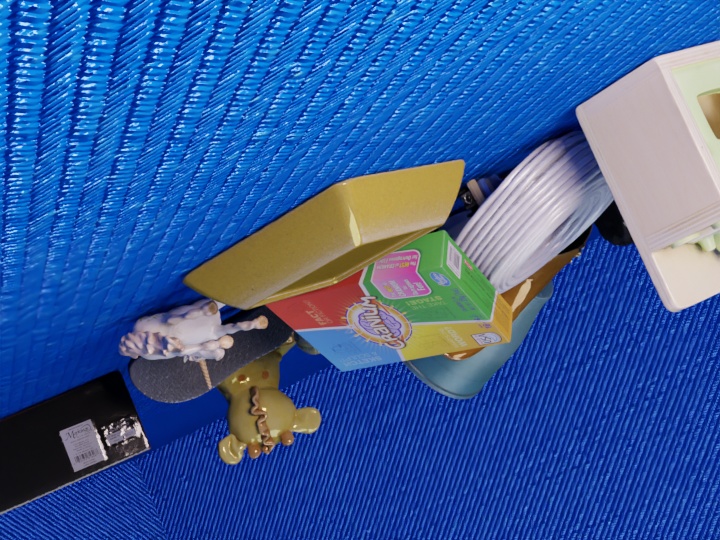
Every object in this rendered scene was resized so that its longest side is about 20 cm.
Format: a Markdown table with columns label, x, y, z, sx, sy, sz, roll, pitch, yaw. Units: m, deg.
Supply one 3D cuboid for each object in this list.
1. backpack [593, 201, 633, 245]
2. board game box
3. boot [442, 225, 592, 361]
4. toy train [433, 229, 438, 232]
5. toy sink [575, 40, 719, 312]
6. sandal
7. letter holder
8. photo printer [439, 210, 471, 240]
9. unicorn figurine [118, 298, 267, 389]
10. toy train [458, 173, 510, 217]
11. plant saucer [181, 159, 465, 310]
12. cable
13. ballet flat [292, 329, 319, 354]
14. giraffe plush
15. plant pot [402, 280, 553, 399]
| label | x | y | z | sx | sy | sz | roll | pitch | yaw |
| --- | --- | --- | --- | --- | --- | --- | --- | --- | --- |
| backpack | 0.386 | -0.114 | 1.537 | 0.199 | 0.127 | 0.167 | -26 | 171 | -14 |
| board game box | 0.029 | 0.035 | 1.237 | 0.198 | 0.041 | 0.153 | -13 | 143 | 30 |
| boot | 0.173 | 0.010 | 1.416 | 0.201 | 0.071 | 0.144 | -42 | 178 | -33 |
| toy train | 0.058 | 0.055 | 1.400 | 0.084 | 0.115 | 0.201 | -12 | 135 | -61 |
| toy sink | 0.301 | -0.085 | 1.095 | 0.130 | 0.202 | 0.112 | -18 | 172 | -39 |
| sandal | -0.168 | 0.091 | 1.415 | 0.199 | 0.077 | 0.043 | -21 | -160 | -24 |
| letter holder | -0.371 | 0.214 | 1.527 | 0.199 | 0.101 | 0.142 | -22 | 176 | -18 |
| photo printer | 0.128 | -0.025 | 1.550 | 0.166 | 0.070 | 0.200 | -28 | 173 | 29 |
| unicorn figurine | -0.159 | 0.059 | 1.213 | 0.136 | 0.075 | 0.199 | -17 | 164 | 29 |
| toy train | 0.153 | -0.082 | 1.331 | 0.046 | 0.034 | 0.200 | -31 | 172 | 25 |
| plant saucer | -0.022 | -0.024 | 1.083 | 0.199 | 0.049 | 0.199 | -28 | 173 | 35 |
| cable | 0.177 | -0.054 | 1.270 | 0.200 | 0.069 | 0.200 | -44 | 166 | 5 |
| ballet flat | -0.041 | 0.056 | 1.467 | 0.070 | 0.071 | 0.200 | -25 | -176 | 11 |
| giraffe plush | -0.129 | 0.143 | 1.544 | 0.171 | 0.163 | 0.200 | -26 | 174 | 18 |
| plant pot | 0.157 | 0.042 | 1.733 | 0.188 | 0.201 | 0.199 | -44 | 165 | 30 |
